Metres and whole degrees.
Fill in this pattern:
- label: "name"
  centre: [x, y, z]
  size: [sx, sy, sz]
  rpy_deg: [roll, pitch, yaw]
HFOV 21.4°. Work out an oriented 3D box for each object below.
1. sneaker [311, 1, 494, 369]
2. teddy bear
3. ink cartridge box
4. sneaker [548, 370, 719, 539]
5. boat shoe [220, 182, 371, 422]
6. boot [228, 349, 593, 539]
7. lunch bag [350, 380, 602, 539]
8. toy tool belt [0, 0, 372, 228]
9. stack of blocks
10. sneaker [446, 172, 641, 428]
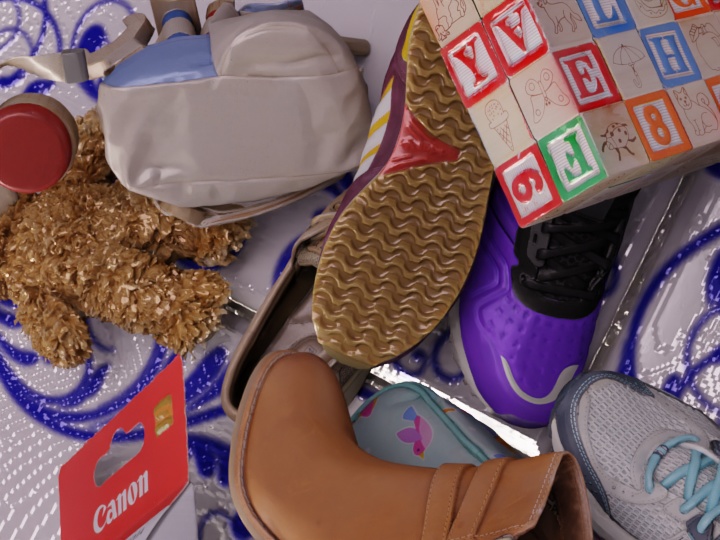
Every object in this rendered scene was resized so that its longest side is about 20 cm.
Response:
- label: "sneaker"
  centre: [0.033, -0.049, 0.930]
  size: [0.074, 0.090, 0.201]
  rpy_deg: [22, 97, -1]
- label: "teddy bear"
  centre: [-0.151, -0.016, 1.042]
  size: [0.199, 0.067, 0.146]
  rpy_deg: [27, 87, 25]
- label: "ink cartridge box"
  centre: [-0.134, 0.161, 0.943]
  size: [0.161, 0.050, 0.201]
  rpy_deg: [-40, 50, 47]
- label: "sneaker"
  centre: [0.171, 0.109, 0.825]
  size: [0.200, 0.086, 0.078]
  rpy_deg: [41, 67, 3]
- label: "boat shoe"
  centre: [0.000, 0.000, 0.977]
  size: [0.071, 0.064, 0.201]
  rpy_deg: [32, 91, 25]
- label: "boot"
  centre: [0.025, 0.102, 0.814]
  size: [0.154, 0.073, 0.201]
  rpy_deg: [-29, 56, 32]
- label: "lunch bag"
  centre: [0.032, 0.158, 0.883]
  size: [0.161, 0.077, 0.200]
  rpy_deg: [-51, 37, 5]
- label: "toy tool belt"
  centre: [-0.092, -0.089, 0.993]
  size: [0.198, 0.123, 0.126]
  rpy_deg: [-7, 114, 1]
- label: "stack of blocks"
  centre: [0.132, -0.103, 0.863]
  size: [0.058, 0.199, 0.116]
  rpy_deg: [-32, 79, 48]
- label: "sneaker"
  centre: [0.096, -0.026, 0.914]
  size: [0.069, 0.099, 0.202]
  rpy_deg: [12, 80, -18]
